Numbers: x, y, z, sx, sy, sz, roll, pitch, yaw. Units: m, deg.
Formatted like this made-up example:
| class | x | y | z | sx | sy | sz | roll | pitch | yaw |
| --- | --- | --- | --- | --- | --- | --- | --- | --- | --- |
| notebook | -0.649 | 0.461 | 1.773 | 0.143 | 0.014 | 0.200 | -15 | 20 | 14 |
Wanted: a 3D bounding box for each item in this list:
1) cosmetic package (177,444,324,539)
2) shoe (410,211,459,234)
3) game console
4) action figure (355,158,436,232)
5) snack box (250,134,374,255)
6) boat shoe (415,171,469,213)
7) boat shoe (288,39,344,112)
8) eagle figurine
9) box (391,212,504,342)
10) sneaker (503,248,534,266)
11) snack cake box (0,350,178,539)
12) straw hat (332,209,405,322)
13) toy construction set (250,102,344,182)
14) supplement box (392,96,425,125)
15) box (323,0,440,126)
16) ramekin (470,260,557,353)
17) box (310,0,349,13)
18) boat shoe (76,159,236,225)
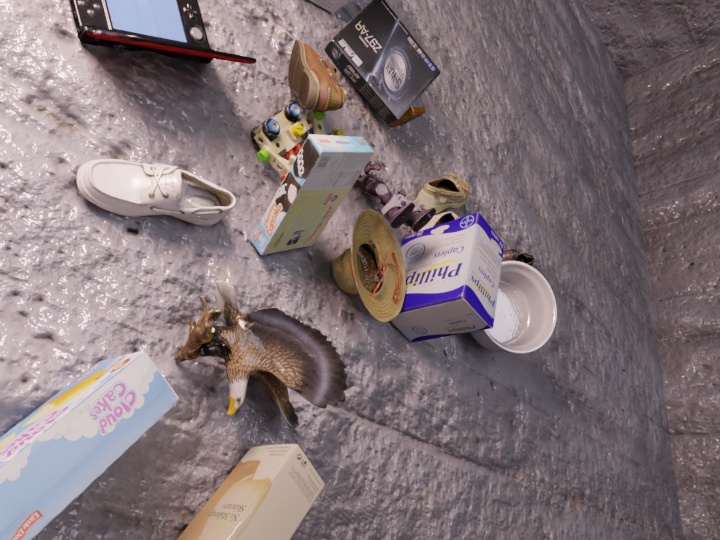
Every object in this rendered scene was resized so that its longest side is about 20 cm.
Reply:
| class | x | y | z | sx | sy | sz | roll | pitch | yaw |
| --- | --- | --- | --- | --- | --- | --- | --- | --- | --- |
| cosmetic package | -0.142 | 0.306 | 0.639 | 0.072 | 0.104 | 0.200 | 58 | 41 | -14 |
| shoe | 0.187 | -0.092 | 1.205 | 0.199 | 0.053 | 0.071 | -16 | 89 | -50 |
| game console | -0.262 | -0.346 | 0.723 | 0.198 | 0.117 | 0.175 | -13 | 87 | -51 |
| action figure | 0.047 | -0.143 | 0.994 | 0.129 | 0.070 | 0.200 | 27 | 16 | -45 |
| snack box | -0.073 | -0.109 | 0.804 | 0.115 | 0.201 | 0.037 | -15 | 59 | -50 |
| boat shoe | 0.196 | -0.180 | 1.218 | 0.073 | 0.063 | 0.199 | 34 | 37 | 21 |
| boat shoe | -0.077 | -0.323 | 0.918 | 0.067 | 0.073 | 0.202 | 4 | 44 | -23 |
| eagle figurine | -0.131 | 0.118 | 0.702 | 0.197 | 0.152 | 0.153 | 21 | 98 | -25 |
| box | 0.161 | 0.015 | 1.037 | 0.105 | 0.182 | 0.202 | 43 | 48 | -32 |
| sneaker | 0.430 | -0.006 | 1.435 | 0.198 | 0.081 | 0.079 | 19 | 63 | -44 |
| snack cake box | -0.288 | 0.168 | 0.517 | 0.068 | 0.114 | 0.200 | 59 | 41 | -15 |
| straw hat | 0.000 | 0.000 | 0.934 | 0.200 | 0.084 | 0.205 | 26 | 60 | -57 |
| toy construction set | -0.102 | -0.200 | 0.888 | 0.132 | 0.091 | 0.201 | 57 | 32 | -19 |
| supplement box | 0.072 | -0.423 | 1.178 | 0.068 | 0.066 | 0.203 | -21 | 94 | -52 |
| box | 0.048 | -0.424 | 1.097 | 0.200 | 0.043 | 0.161 | 47 | 68 | -14 |
| ramekin | 0.327 | 0.088 | 1.214 | 0.197 | 0.098 | 0.204 | 3 | 77 | -13 |
| box | -0.060 | -0.613 | 0.987 | 0.197 | 0.198 | 0.133 | 3 | 73 | -49 |
| boat shoe | -0.250 | -0.106 | 0.692 | 0.198 | 0.069 | 0.072 | 6 | 74 | -47 |
